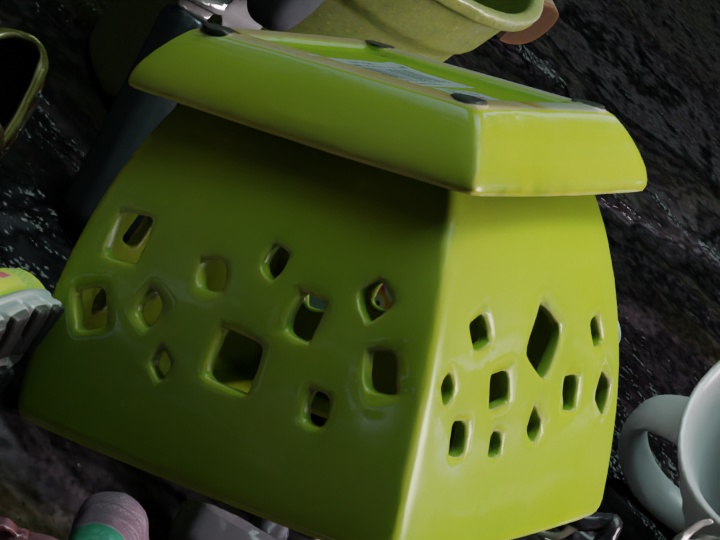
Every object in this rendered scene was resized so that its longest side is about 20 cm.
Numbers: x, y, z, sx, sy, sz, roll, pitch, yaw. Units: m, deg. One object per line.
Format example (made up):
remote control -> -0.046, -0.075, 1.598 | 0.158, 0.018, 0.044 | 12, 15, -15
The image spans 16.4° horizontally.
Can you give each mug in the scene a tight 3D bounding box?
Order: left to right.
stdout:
mug -> 0.230, 0.131, 1.371 | 0.199, 0.148, 0.176 | 23, -30, 27

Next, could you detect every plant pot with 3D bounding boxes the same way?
plant pot -> -0.038, -0.142, 1.313 | 0.200, 0.184, 0.201 | 37, 25, -20
plant pot -> 0.000, 0.000, 1.063 | 0.198, 0.183, 0.200 | 19, 12, 28

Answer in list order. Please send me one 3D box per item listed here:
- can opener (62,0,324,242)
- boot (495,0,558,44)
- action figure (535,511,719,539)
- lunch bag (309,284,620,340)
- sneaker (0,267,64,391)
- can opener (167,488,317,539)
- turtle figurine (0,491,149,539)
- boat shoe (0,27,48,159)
can opener -> -0.072, -0.099, 1.174 | 0.053, 0.201, 0.066 | 25, 10, -38
boot -> 0.053, -0.242, 1.760 | 0.155, 0.074, 0.200 | 58, 14, 21
action figure -> 0.144, 0.164, 1.230 | 0.200, 0.102, 0.119 | 49, -3, 14
lunch bag -> 0.041, 0.006, 1.294 | 0.171, 0.122, 0.200 | 54, 18, 17
sneaker -> -0.189, 0.018, 0.952 | 0.090, 0.078, 0.200 | 45, 21, 14
can opener -> -0.002, 0.156, 1.095 | 0.200, 0.053, 0.067 | 40, 57, -16
turtle figurine -> -0.126, 0.132, 0.860 | 0.150, 0.101, 0.200 | 40, 19, -15
boat shoe -> -0.193, -0.059, 1.071 | 0.072, 0.068, 0.200 | 44, 25, -9
